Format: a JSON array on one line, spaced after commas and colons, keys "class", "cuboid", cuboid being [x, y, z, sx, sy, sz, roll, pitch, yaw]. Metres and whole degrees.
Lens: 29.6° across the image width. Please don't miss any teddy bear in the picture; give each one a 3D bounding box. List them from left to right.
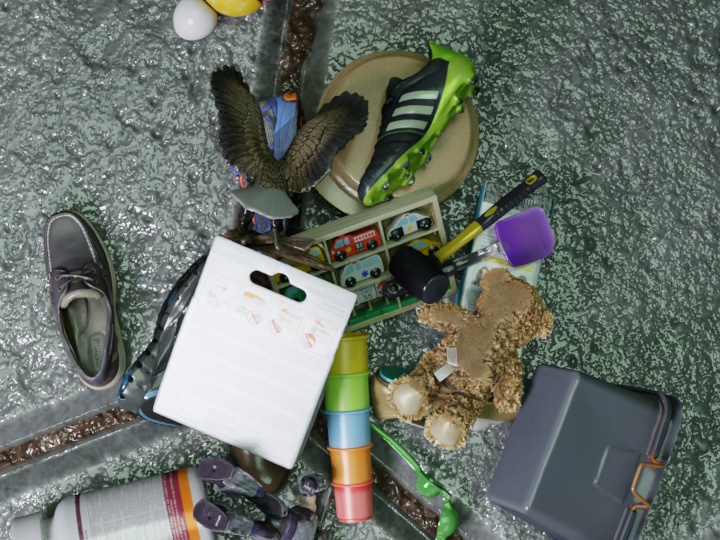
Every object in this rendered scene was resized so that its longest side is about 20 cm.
[{"class": "teddy bear", "cuboid": [0.116, 0.095, 1.446, 0.144, 0.067, 0.201, 19, 78, 14]}]

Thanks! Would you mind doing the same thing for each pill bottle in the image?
[{"class": "pill bottle", "cuboid": [-0.252, 0.278, 1.411, 0.198, 0.110, 0.110, -13, 84, -7]}]

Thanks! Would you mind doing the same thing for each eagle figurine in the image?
[{"class": "eagle figurine", "cuboid": [-0.088, -0.115, 1.402, 0.150, 0.151, 0.202, 6, 79, 39]}]

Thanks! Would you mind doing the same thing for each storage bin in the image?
[{"class": "storage bin", "cuboid": [0.232, 0.199, 1.430, 0.134, 0.145, 0.201, 25, 82, -25]}]

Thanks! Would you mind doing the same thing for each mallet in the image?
[{"class": "mallet", "cuboid": [0.126, -0.037, 1.452, 0.199, 0.041, 0.066, -33, 50, -8]}]

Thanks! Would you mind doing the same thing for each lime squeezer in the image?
[{"class": "lime squeezer", "cuboid": [0.068, 0.254, 1.490, 0.070, 0.038, 0.201, -18, 85, 24]}]

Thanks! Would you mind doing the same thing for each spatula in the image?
[{"class": "spatula", "cuboid": [0.117, -0.011, 1.481, 0.199, 0.021, 0.057, -22, 84, 0]}]

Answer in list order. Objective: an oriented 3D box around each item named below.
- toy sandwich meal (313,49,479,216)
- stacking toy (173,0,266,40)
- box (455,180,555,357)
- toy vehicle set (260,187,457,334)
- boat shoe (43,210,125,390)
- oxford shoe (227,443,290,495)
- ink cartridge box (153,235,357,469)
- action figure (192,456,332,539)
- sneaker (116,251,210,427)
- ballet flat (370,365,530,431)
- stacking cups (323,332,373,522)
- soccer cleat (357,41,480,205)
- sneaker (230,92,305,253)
[{"class": "toy sandwich meal", "cuboid": [0.037, -0.144, 1.521, 0.203, 0.070, 0.207, 1, 80, -7]}, {"class": "stacking toy", "cuboid": [-0.132, -0.332, 1.511, 0.146, 0.146, 0.200, 45, 96, 2]}, {"class": "box", "cuboid": [0.154, 0.008, 1.517, 0.082, 0.049, 0.201, 14, 81, -3]}, {"class": "toy vehicle set", "cuboid": [0.000, 0.000, 1.482, 0.199, 0.027, 0.125, -20, 120, -8]}, {"class": "boat shoe", "cuboid": [-0.298, 0.028, 1.463, 0.071, 0.065, 0.202, -12, 83, -5]}, {"class": "oxford shoe", "cuboid": [-0.109, 0.145, 1.457, 0.072, 0.084, 0.202, -4, 84, -8]}, {"class": "ink cartridge box", "cuboid": [-0.106, 0.081, 1.389, 0.159, 0.047, 0.201, 22, 103, 5]}, {"class": "action figure", "cuboid": [-0.089, 0.262, 1.412, 0.200, 0.069, 0.131, 34, 63, -44]}, {"class": "sneaker", "cuboid": [-0.186, 0.073, 1.473, 0.082, 0.073, 0.201, 29, 89, -11]}, {"class": "ballet flat", "cuboid": [0.108, 0.145, 1.497, 0.198, 0.069, 0.064, 6, 110, -2]}, {"class": "stacking cups", "cuboid": [-0.017, 0.169, 1.469, 0.060, 0.061, 0.202, -2, 94, -6]}, {"class": "soccer cleat", "cuboid": [0.048, -0.157, 1.462, 0.081, 0.068, 0.200, 33, 76, 17]}, {"class": "sneaker", "cuboid": [-0.105, -0.097, 1.504, 0.078, 0.075, 0.202, 2, 77, 8]}]
